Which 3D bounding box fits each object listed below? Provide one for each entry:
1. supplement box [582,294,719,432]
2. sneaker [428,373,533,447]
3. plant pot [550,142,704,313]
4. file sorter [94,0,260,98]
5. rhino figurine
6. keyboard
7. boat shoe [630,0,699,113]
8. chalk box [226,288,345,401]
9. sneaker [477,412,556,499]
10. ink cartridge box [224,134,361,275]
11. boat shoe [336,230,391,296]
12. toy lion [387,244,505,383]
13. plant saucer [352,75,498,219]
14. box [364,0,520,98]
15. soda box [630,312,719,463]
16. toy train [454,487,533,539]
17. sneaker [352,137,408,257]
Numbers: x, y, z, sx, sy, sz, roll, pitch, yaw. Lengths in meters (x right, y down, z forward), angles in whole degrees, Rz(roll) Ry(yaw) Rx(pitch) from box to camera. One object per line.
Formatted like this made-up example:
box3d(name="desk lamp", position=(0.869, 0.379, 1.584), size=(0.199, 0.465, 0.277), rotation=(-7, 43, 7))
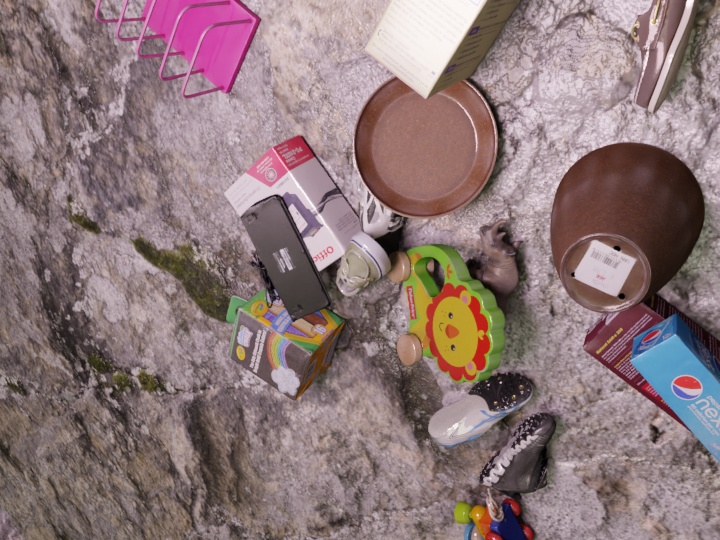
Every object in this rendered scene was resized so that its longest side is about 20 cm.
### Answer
box3d(name="supplement box", position=(0.416, 0.121, 0.837), size=(0.199, 0.061, 0.109), rotation=(39, 125, 7))
box3d(name="sneaker", position=(0.201, 0.231, 1.020), size=(0.072, 0.072, 0.199), rotation=(33, 127, -31))
box3d(name="plant pot", position=(0.303, -0.036, 0.740), size=(0.185, 0.200, 0.189), rotation=(13, 118, 25))
box3d(name="file sorter", position=(-0.287, -0.383, 0.960), size=(0.200, 0.125, 0.139), rotation=(41, 126, 6))
box3d(name="rhino figurine", position=(0.188, 0.012, 0.916), size=(0.087, 0.060, 0.202), rotation=(27, 126, 24))
box3d(name="keyboard", position=(-0.128, -0.018, 1.006), size=(0.103, 0.040, 0.202), rotation=(-21, 103, 13))
box3d(name="boat shoe", position=(0.336, -0.280, 0.686), size=(0.059, 0.072, 0.202), rotation=(22, 118, 26))
box3d(name="chalk box", position=(-0.151, 0.111, 1.123), size=(0.199, 0.124, 0.126), rotation=(31, 126, 15))
box3d(name="sneaker", position=(0.274, 0.307, 1.009), size=(0.090, 0.066, 0.201), rotation=(33, 129, 8))
box3d(name="ink cartridge box", position=(-0.105, -0.092, 1.020), size=(0.144, 0.084, 0.201), rotation=(-32, 95, 38))
box3d(name="boat shoe", position=(0.000, 0.000, 0.951), size=(0.072, 0.062, 0.200), rotation=(44, 167, 9))
box3d(name="toy lion", position=(0.126, 0.059, 0.896), size=(0.191, 0.068, 0.203), rotation=(-13, 84, 56))
box3d(name="plant saucer", position=(0.089, -0.173, 0.864), size=(0.198, 0.037, 0.203), rotation=(1, 96, 7))
box3d(name="box", position=(0.121, -0.324, 0.721), size=(0.096, 0.176, 0.201), rotation=(40, 127, 6))
box3d(name="soda box", position=(0.428, 0.156, 0.770), size=(0.200, 0.064, 0.068), rotation=(48, 124, 1))
box3d(name="toy train", position=(0.211, 0.425, 1.077), size=(0.115, 0.085, 0.201), rotation=(-1, 126, 45))
box3d(name="sneaker", position=(0.046, -0.106, 0.933), size=(0.088, 0.074, 0.202), rotation=(2, 114, 31))
